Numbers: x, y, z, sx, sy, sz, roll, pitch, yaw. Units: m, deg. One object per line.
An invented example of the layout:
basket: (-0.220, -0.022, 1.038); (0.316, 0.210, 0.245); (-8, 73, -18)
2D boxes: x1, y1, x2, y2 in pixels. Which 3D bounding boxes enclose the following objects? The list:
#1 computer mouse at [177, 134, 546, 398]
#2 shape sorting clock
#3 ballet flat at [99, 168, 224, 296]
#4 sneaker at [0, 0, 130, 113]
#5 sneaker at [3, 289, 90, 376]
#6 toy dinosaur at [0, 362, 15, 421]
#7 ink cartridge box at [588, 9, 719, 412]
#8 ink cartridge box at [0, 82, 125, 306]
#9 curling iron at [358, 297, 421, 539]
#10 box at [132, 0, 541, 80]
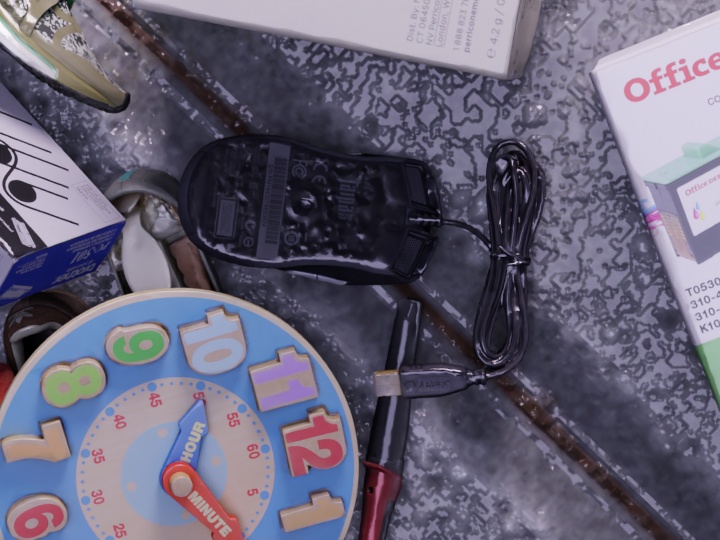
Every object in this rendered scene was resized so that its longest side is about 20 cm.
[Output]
computer mouse: (0.000, 0.000, 1.340); (0.198, 0.046, 0.142); (1, 80, -1)
shape sorting clock: (-0.098, 0.108, 1.311); (0.198, 0.039, 0.202); (-3, 102, -13)
ballet flat: (-0.096, 0.042, 1.353); (0.067, 0.064, 0.201); (-21, 93, 9)
sneaker: (-0.182, -0.174, 1.344); (0.089, 0.077, 0.200); (-40, 91, 1)
sneaker: (-0.146, 0.108, 1.361); (0.070, 0.076, 0.201); (-28, 91, 9)
toy dinosaur: (-0.269, 0.100, 1.352); (0.200, 0.105, 0.182); (38, 106, 4)
ink cartridge box: (0.220, -0.041, 1.291); (0.144, 0.084, 0.201); (-21, 92, 9)
ink cartridge box: (-0.225, -0.072, 1.321); (0.200, 0.094, 0.044); (47, 124, 15)
curling iron: (0.002, 0.113, 1.365); (0.049, 0.026, 0.201); (16, 97, 3)
box: (-0.004, -0.171, 1.288); (0.199, 0.128, 0.110); (12, 97, 6)
